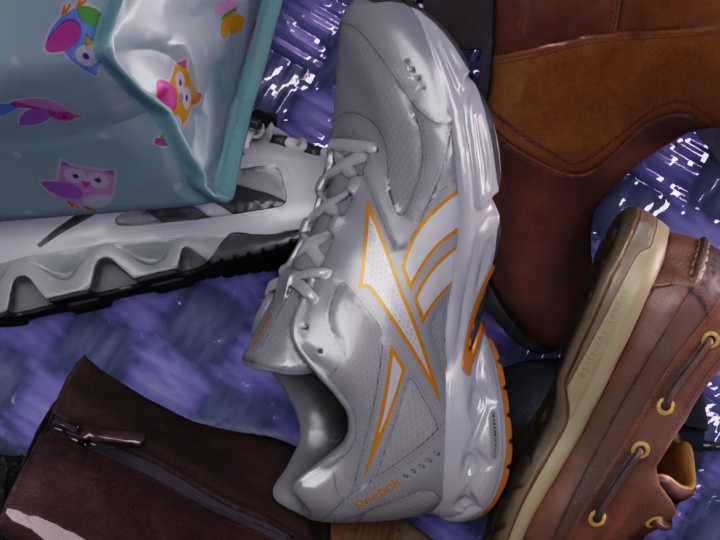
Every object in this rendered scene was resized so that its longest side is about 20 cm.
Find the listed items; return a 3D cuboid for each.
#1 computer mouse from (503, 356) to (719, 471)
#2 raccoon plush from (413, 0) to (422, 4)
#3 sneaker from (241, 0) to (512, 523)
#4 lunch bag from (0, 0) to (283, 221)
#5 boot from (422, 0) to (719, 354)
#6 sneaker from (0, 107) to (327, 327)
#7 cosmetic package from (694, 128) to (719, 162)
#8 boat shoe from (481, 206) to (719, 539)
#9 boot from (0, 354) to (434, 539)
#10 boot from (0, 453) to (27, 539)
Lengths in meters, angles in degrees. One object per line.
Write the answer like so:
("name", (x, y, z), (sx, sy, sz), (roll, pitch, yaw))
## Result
("computer mouse", (0.142, 0.069, 1.175), (0.199, 0.034, 0.059), (6, 79, 1))
("raccoon plush", (0.037, -0.201, 1.200), (0.134, 0.097, 0.200), (-30, 80, -13))
("sneaker", (0.000, 0.000, 1.099), (0.092, 0.076, 0.201), (-8, 98, -20))
("lunch bag", (-0.116, -0.124, 1.139), (0.170, 0.122, 0.201), (-5, 54, 26))
("boot", (0.133, -0.056, 1.119), (0.199, 0.068, 0.189), (0, 108, 24))
("sneaker", (-0.058, -0.040, 1.176), (0.199, 0.074, 0.089), (-11, 82, -2))
("cosmetic package", (0.233, -0.022, 1.165), (0.108, 0.085, 0.200), (-40, 80, -7))
("boat shoe", (0.091, 0.076, 1.122), (0.067, 0.072, 0.201), (21, 112, 0))
("boot", (-0.062, 0.133, 1.104), (0.166, 0.072, 0.200), (26, 40, -9))
("boot", (-0.123, 0.147, 1.140), (0.210, 0.079, 0.159), (4, 72, -7))
